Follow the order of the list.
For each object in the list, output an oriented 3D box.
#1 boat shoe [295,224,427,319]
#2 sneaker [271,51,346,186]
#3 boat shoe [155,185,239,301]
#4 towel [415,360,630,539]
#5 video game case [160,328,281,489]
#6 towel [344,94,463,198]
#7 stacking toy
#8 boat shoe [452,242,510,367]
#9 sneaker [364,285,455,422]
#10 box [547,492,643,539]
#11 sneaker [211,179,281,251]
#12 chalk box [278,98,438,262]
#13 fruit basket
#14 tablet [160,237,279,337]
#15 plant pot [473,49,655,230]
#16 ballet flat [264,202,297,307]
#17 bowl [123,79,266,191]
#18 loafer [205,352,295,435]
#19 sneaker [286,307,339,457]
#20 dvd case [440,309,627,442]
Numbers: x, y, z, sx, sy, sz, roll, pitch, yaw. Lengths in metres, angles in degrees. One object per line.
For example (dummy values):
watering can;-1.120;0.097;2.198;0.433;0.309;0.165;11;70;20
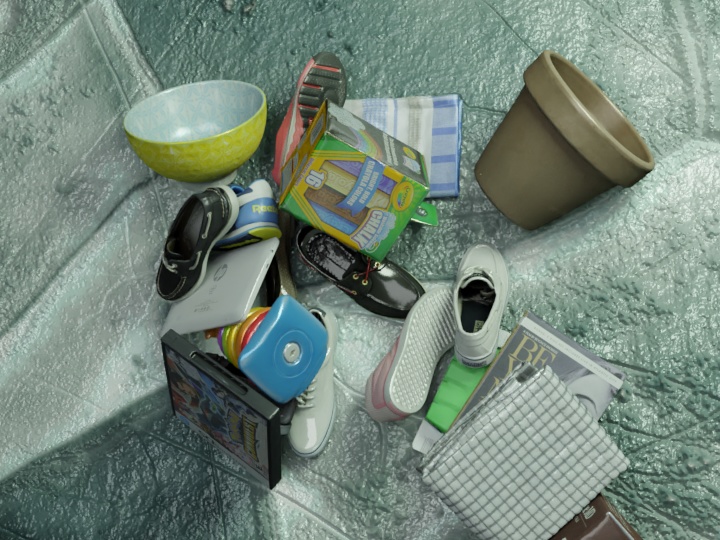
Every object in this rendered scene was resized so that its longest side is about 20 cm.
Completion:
boat shoe;-0.001;0.002;1.653;0.201;0.063;0.074;31;86;17
sneaker;-0.083;-0.204;1.698;0.087;0.073;0.201;20;96;54
boat shoe;-0.230;-0.031;1.636;0.074;0.060;0.200;54;127;18
towel;0.190;0.223;1.466;0.200;0.086;0.166;-44;96;4
video game case;-0.178;0.182;1.601;0.180;0.200;0.026;34;60;19
towel;0.040;-0.169;1.694;0.199;0.024;0.148;0;80;15
stacking toy;-0.147;0.089;1.614;0.199;0.110;0.116;13;64;49
boat shoe;0.147;0.028;1.558;0.071;0.066;0.201;5;46;13
sneaker;0.065;0.112;1.607;0.075;0.105;0.201;34;58;-9
box;0.258;0.388;1.433;0.200;0.166;0.164;-42;86;4
sneaker;-0.184;-0.071;1.685;0.199;0.074;0.083;-10;82;40
chalk box;0.009;-0.106;1.605;0.199;0.125;0.124;29;113;-15
fruit basket;0.190;0.181;1.564;0.199;0.094;0.186;24;87;3
tablet;-0.190;0.024;1.648;0.199;0.014;0.131;-13;47;48
plant pot;0.243;-0.146;1.564;0.175;0.200;0.201;-45;71;23
ballet flat;-0.116;0.003;1.678;0.067;0.046;0.201;-22;65;55
bowl;-0.219;-0.174;1.710;0.199;0.200;0.108;2;122;16
loafer;-0.161;0.146;1.650;0.199;0.072;0.063;30;103;30
sneaker;-0.071;0.145;1.638;0.073;0.071;0.201;0;79;15
dvd case;0.209;0.171;1.509;0.148;0.016;0.201;33;93;-6
